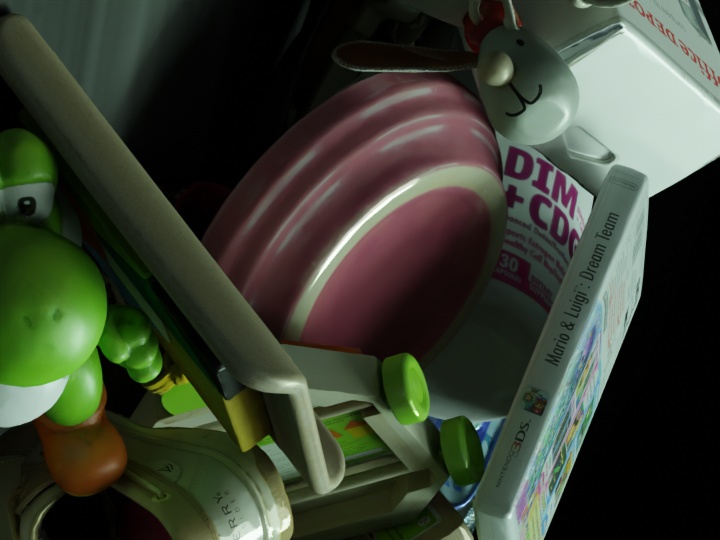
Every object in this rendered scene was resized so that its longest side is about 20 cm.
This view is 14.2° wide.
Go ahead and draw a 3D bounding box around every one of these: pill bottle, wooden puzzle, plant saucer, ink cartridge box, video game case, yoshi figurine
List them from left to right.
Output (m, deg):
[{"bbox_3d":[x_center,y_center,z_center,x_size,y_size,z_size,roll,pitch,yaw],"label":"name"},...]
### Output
[{"bbox_3d":[-0.137,0.032,1.125,0.112,0.112,0.200,-49,160,-30],"label":"yoshi figurine"},{"bbox_3d":[-0.079,0.002,1.152,0.037,0.185,0.200,-38,164,-4],"label":"wooden puzzle"},{"bbox_3d":[0.000,0.000,1.373,0.200,0.051,0.201,-34,146,-27],"label":"plant saucer"},{"bbox_3d":[0.067,-0.027,1.569,0.113,0.113,0.200,104,0,-49],"label":"pill bottle"},{"bbox_3d":[0.101,0.061,1.441,0.200,0.024,0.182,77,35,-72],"label":"video game case"},{"bbox_3d":[0.102,-0.149,1.433,0.085,0.200,0.146,-29,146,22],"label":"ink cartridge box"}]

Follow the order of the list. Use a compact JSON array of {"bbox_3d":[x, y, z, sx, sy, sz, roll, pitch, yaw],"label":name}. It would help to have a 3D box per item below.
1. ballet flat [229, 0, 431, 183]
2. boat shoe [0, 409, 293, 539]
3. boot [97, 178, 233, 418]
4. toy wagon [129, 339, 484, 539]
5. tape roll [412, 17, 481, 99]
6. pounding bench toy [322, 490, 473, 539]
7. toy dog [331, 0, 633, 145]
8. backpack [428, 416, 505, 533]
[{"bbox_3d":[0.002,-0.119,1.469,0.200,0.073,0.073,-61,169,-1],"label":"ballet flat"},{"bbox_3d":[-0.119,0.104,1.257,0.069,0.200,0.074,-28,106,-41],"label":"boat shoe"},{"bbox_3d":[-0.085,0.024,1.429,0.200,0.073,0.151,-36,152,-51],"label":"boot"},{"bbox_3d":[-0.040,0.074,1.326,0.200,0.155,0.040,50,28,-52],"label":"toy wagon"},{"bbox_3d":[0.017,-0.075,1.533,0.203,0.037,0.203,-54,-164,24],"label":"tape roll"},{"bbox_3d":[-0.001,0.176,1.491,0.124,0.200,0.156,-33,120,-6],"label":"pounding bench toy"},{"bbox_3d":[0.029,-0.148,1.326,0.096,0.200,0.132,28,92,-48],"label":"toy dog"},{"bbox_3d":[0.017,0.051,1.664,0.147,0.183,0.200,106,10,-47],"label":"backpack"}]
